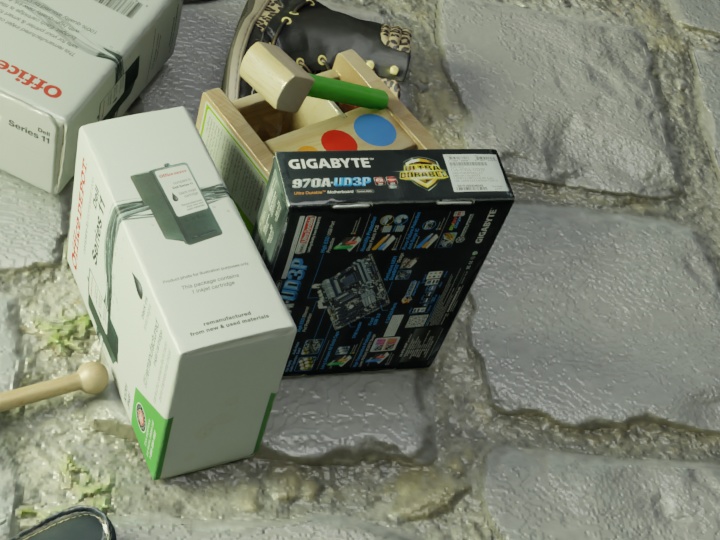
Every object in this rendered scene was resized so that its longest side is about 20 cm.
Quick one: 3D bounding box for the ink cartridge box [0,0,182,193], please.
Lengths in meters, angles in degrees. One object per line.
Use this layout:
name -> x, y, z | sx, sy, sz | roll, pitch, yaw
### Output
ink cartridge box -> -0.248, -0.174, 1.069 | 0.145, 0.084, 0.201 | 26, 48, 5

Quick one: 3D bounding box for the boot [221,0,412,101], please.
boot -> -0.038, -0.165, 1.154 | 0.149, 0.074, 0.201 | 16, 42, -5

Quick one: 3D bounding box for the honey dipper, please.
honey dipper -> -0.256, 0.090, 0.884 | 0.198, 0.038, 0.038 | -16, 57, -31

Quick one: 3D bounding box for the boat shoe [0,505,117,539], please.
boat shoe -> -0.214, 0.198, 0.787 | 0.075, 0.062, 0.199 | 39, 49, 18

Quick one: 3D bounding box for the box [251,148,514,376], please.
box -> 0.000, 0.000, 0.936 | 0.157, 0.201, 0.046 | -3, 54, -19

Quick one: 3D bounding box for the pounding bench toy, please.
pounding bench toy -> -0.024, -0.094, 1.007 | 0.155, 0.201, 0.125 | -23, 60, -32

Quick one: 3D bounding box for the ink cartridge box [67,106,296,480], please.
ink cartridge box -> -0.128, 0.013, 0.919 | 0.082, 0.147, 0.201 | -12, 54, -25
